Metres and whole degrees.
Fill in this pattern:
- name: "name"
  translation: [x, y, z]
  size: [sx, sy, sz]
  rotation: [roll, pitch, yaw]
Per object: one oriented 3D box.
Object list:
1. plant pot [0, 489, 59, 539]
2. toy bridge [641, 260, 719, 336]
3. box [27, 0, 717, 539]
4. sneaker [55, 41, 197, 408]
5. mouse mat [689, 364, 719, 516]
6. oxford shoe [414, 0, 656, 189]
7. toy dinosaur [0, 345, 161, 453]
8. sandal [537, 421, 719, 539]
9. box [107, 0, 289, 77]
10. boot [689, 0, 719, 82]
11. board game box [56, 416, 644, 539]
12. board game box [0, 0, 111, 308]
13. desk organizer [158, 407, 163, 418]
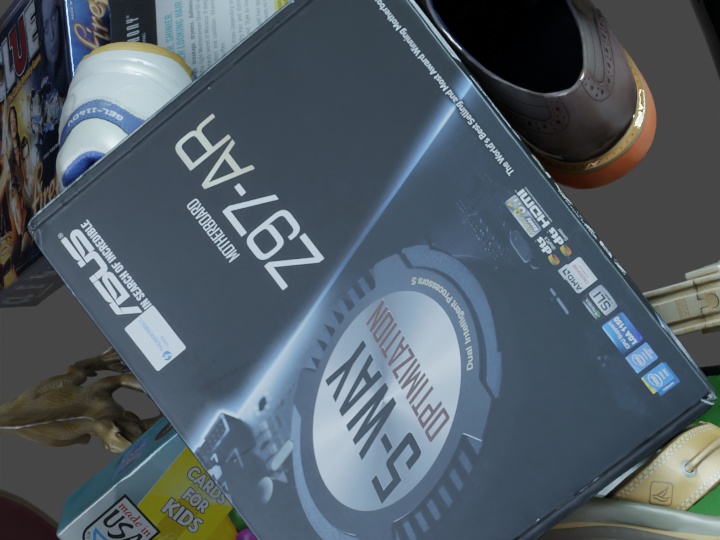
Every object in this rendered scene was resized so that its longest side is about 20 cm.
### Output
- name: "plant pot"
  translation: [-0.244, 0.225, 0.944]
  size: [0.179, 0.200, 0.200]
  rotation: [-43, 72, 18]
- name: "toy bridge"
  translation: [0.153, 0.008, 0.672]
  size: [0.200, 0.067, 0.027]
  rotation: [-17, 88, 38]
- name: "box"
  translation: [0.003, 0.013, 0.599]
  size: [0.160, 0.044, 0.200]
  rotation: [-37, 87, 9]
- name: "sneaker"
  translation: [-0.090, 0.007, 0.711]
  size: [0.075, 0.088, 0.200]
  rotation: [-7, 125, 13]
- name: "mouse mat"
  translation: [0.188, 0.115, 0.703]
  size: [0.200, 0.008, 0.161]
  rotation: [-10, 92, 37]
- name: "oxford shoe"
  translation: [0.042, -0.122, 0.645]
  size: [0.071, 0.073, 0.200]
  rotation: [-40, 61, 4]
- name: "toy dinosaur"
  translation: [-0.166, 0.076, 0.900]
  size: [0.200, 0.101, 0.058]
  rotation: [-7, 94, 38]
- name: "sandal"
  translation: [0.115, 0.084, 0.652]
  size: [0.199, 0.080, 0.054]
  rotation: [5, 82, -2]
- name: "box"
  translation: [-0.011, -0.104, 0.729]
  size: [0.199, 0.049, 0.083]
  rotation: [-12, 68, 18]
- name: "boot"
  translation: [0.129, -0.113, 0.610]
  size: [0.079, 0.158, 0.212]
  rotation: [-21, 85, 37]
- name: "board game box"
  translation: [-0.001, 0.092, 0.699]
  size: [0.200, 0.047, 0.151]
  rotation: [-41, 102, 6]
- name: "board game box"
  translation: [-0.160, -0.066, 0.850]
  size: [0.200, 0.035, 0.136]
  rotation: [-27, 68, 60]
- name: "desk organizer"
  translation: [-0.055, 0.049, 0.834]
  size: [0.077, 0.072, 0.201]
  rotation: [-22, 85, 40]
